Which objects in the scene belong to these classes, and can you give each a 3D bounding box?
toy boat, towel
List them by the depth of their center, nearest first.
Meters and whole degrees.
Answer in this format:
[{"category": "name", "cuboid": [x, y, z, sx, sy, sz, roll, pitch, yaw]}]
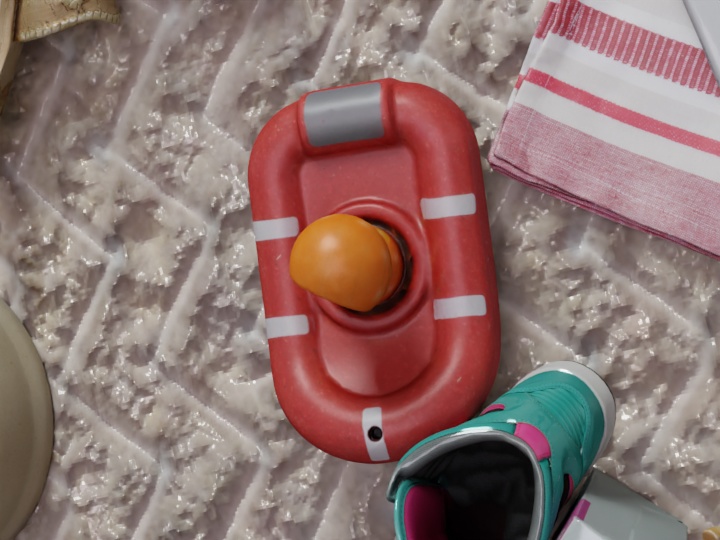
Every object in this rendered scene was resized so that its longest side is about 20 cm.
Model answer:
[{"category": "toy boat", "cuboid": [0.000, 0.000, 0.776, 0.129, 0.131, 0.203, -8, 89, 15]}, {"category": "towel", "cuboid": [0.164, -0.122, 0.787, 0.143, 0.023, 0.202, 21, 96, 13]}]

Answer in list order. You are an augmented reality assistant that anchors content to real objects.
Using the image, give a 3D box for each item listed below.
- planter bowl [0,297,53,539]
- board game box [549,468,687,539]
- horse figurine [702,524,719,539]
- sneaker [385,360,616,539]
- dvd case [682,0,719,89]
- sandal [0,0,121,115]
[{"category": "planter bowl", "cuboid": [-0.296, 0.094, 0.856, 0.198, 0.135, 0.203, 0, 91, 15]}, {"category": "board game box", "cuboid": [0.087, 0.209, 0.749, 0.064, 0.147, 0.201, 31, 98, 11]}, {"category": "horse figurine", "cuboid": [0.190, 0.191, 0.747, 0.050, 0.132, 0.202, 22, 105, 34]}, {"category": "sneaker", "cuboid": [0.048, 0.141, 0.756, 0.083, 0.120, 0.201, 38, 114, 18]}, {"category": "dvd case", "cuboid": [0.212, -0.207, 0.758, 0.141, 0.018, 0.202, -22, 80, 7]}, {"category": "sandal", "cuboid": [-0.174, -0.148, 0.862, 0.069, 0.078, 0.214, 22, 103, -7]}]
